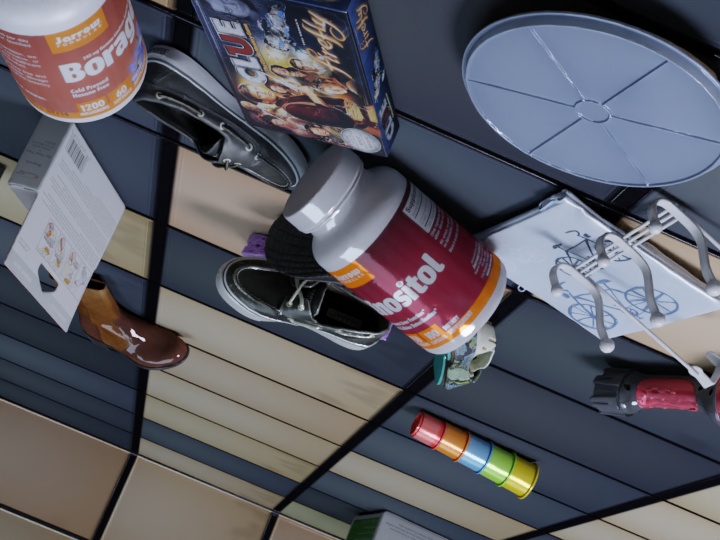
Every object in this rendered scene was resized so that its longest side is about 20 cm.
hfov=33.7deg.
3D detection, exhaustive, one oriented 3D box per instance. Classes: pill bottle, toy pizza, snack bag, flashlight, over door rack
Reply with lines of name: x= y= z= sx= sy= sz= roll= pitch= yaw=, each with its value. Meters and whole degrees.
pill bottle: x=0.030 y=-0.022 z=1.098 sx=0.200 sy=0.113 sz=0.113 roll=38 pitch=155 yaw=-18
toy pizza: x=0.169 y=-0.124 z=0.842 sx=0.199 sy=0.032 sz=0.200 roll=20 pitch=159 yaw=8
snack bag: x=0.211 y=-0.002 z=1.116 sx=0.200 sy=0.021 sz=0.188 roll=31 pitch=157 yaw=-16
flashlight: x=0.337 y=0.136 z=1.260 sx=0.200 sy=0.068 sz=0.068 roll=-2 pitch=150 yaw=46
pill bottle: x=-0.237 y=-0.209 z=0.921 sx=0.112 sy=0.113 sz=0.200 roll=18 pitch=159 yaw=9
over door rack: x=0.280 y=0.034 z=1.019 sx=0.200 sy=0.067 sz=0.148 roll=31 pitch=145 yaw=-15

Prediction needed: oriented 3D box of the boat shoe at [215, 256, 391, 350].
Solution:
boat shoe: x=-0.060 y=0.030 z=1.319 sx=0.199 sy=0.071 sz=0.064 roll=19 pitch=160 yaw=-14

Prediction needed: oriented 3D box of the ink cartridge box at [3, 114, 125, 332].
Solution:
ink cartridge box: x=-0.340 y=-0.048 z=1.327 sx=0.043 sy=0.174 sz=0.200 roll=16 pitch=158 yaw=13

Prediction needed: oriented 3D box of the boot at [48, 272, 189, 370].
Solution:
boot: x=-0.365 y=0.066 z=1.825 sx=0.188 sy=0.069 sz=0.200 roll=23 pitch=153 yaw=19

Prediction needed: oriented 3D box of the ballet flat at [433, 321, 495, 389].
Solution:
ballet flat: x=0.122 y=0.082 z=1.365 sx=0.074 sy=0.074 sz=0.200 roll=19 pitch=161 yaw=7

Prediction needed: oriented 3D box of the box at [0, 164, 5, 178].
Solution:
box: x=-0.548 y=-0.154 z=1.470 sx=0.200 sy=0.035 sz=0.110 roll=33 pitch=157 yaw=-27

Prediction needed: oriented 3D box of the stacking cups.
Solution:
stacking cups: x=0.168 y=0.271 z=1.784 sx=0.199 sy=0.061 sz=0.061 roll=29 pitch=159 yaw=-7

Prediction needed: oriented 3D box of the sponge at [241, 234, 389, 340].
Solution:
sponge: x=-0.048 y=0.023 z=1.417 sx=0.111 sy=0.030 sz=0.200 roll=8 pitch=155 yaw=30

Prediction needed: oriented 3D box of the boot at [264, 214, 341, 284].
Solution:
boot: x=0.000 y=0.000 z=1.269 sx=0.200 sy=0.070 sz=0.131 roll=19 pitch=175 yaw=41

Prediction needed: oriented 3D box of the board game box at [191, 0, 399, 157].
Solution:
board game box: x=-0.049 y=-0.168 z=0.943 sx=0.135 sy=0.035 sz=0.200 roll=15 pitch=158 yaw=17

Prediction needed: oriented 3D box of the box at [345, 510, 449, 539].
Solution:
box: x=0.072 y=0.651 z=2.634 sx=0.199 sy=0.172 sz=0.199 roll=27 pitch=159 yaw=-13

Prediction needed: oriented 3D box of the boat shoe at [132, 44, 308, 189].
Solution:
boat shoe: x=-0.130 y=-0.126 z=1.095 sx=0.068 sy=0.057 sz=0.200 roll=-2 pitch=149 yaw=46
